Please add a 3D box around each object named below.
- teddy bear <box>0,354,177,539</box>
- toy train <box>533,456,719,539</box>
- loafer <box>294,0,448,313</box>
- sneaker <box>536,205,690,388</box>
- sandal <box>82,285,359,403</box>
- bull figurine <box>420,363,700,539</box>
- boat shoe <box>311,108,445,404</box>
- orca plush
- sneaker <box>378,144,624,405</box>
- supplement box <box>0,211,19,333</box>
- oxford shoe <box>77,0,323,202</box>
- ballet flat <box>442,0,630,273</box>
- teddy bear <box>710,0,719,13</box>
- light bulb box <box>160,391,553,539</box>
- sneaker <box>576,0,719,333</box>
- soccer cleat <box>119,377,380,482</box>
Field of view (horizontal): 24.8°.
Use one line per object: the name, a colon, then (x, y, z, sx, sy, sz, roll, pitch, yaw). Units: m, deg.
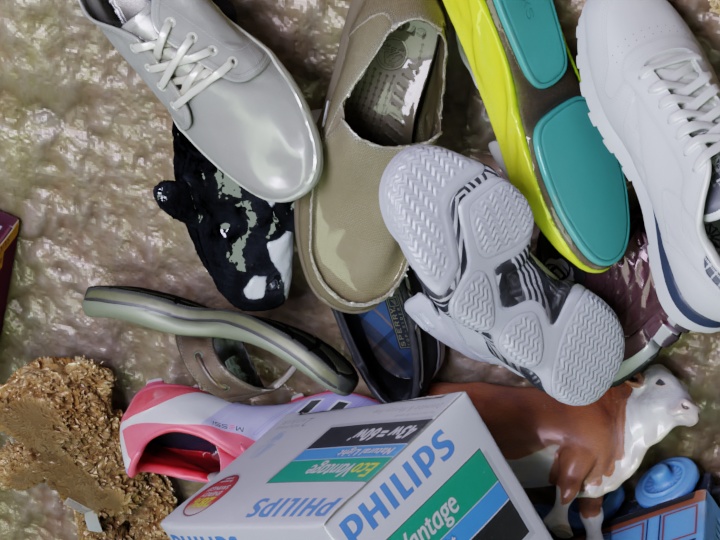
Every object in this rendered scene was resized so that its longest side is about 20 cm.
teddy bear: (-0.188, 0.136, 1.170, 0.144, 0.067, 0.200, -24, 119, 33)
toy train: (0.162, 0.196, 1.066, 0.198, 0.115, 0.087, -23, 113, 27)
loafer: (0.006, -0.068, 0.934, 0.075, 0.068, 0.203, 5, 105, -9)
sneaker: (0.170, -0.026, 0.949, 0.115, 0.076, 0.200, 44, 120, -4)
sandal: (-0.091, 0.053, 1.061, 0.199, 0.080, 0.058, 13, 88, 23)
bull figurine: (0.117, 0.116, 1.038, 0.198, 0.123, 0.065, -1, 146, 25)
boat shoe: (0.000, 0.000, 1.017, 0.069, 0.066, 0.202, -7, 120, 20)
orca plush: (-0.088, -0.059, 0.980, 0.105, 0.071, 0.202, 29, 132, 33)
sneaker: (0.057, -0.001, 0.920, 0.200, 0.075, 0.114, 43, 166, -34)
supplement box: (-0.303, 0.057, 1.116, 0.085, 0.111, 0.201, 20, 126, 2)
oxford shoe: (-0.096, -0.118, 0.907, 0.075, 0.058, 0.201, -35, 94, 23)
ballet flat: (0.094, -0.094, 0.922, 0.067, 0.066, 0.202, -5, 110, 54)
teddy bear: (0.246, -0.155, 0.845, 0.144, 0.067, 0.201, -28, 106, 19)
light bulb box: (0.017, 0.193, 0.975, 0.197, 0.125, 0.201, -13, 112, 55)
sneaker: (0.176, -0.070, 0.868, 0.076, 0.081, 0.202, -19, 80, -11)
soccer cleat: (-0.061, 0.118, 1.089, 0.197, 0.077, 0.067, 7, 124, -5)
